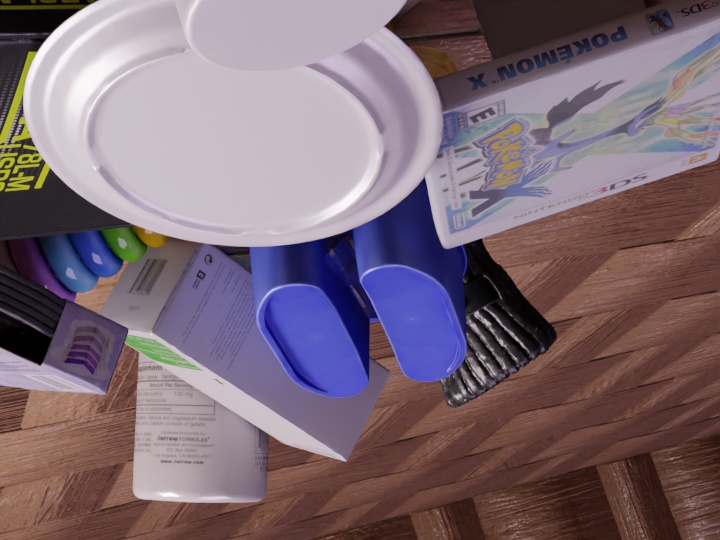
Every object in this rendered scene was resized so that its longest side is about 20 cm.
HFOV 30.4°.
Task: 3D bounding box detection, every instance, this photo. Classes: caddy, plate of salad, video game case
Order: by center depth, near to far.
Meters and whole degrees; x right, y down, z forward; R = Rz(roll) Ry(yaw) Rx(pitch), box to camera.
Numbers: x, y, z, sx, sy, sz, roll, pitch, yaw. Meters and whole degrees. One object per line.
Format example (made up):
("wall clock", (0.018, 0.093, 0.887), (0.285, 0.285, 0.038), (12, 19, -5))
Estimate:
("plate of salad", (-0.059, -0.075, 0.634), (0.197, 0.049, 0.201), (0, 148, 0))
("video game case", (0.122, -0.078, 0.727), (0.180, 0.022, 0.200), (-18, 161, 1))
("caddy", (0.000, 0.000, 0.899), (0.139, 0.106, 0.201), (-11, 147, 9))

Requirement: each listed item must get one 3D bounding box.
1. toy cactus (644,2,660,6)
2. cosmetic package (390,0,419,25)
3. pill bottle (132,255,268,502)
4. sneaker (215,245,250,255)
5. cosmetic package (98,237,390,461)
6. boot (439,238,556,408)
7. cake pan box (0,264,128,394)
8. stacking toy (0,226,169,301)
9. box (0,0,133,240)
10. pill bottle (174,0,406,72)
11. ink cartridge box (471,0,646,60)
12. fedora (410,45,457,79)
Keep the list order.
("toy cactus", (0.207, -0.142, 1.002), (0.164, 0.103, 0.201), (-20, 155, -27))
("cosmetic package", (0.004, -0.181, 0.598), (0.072, 0.105, 0.200), (-9, 173, -26))
("pill bottle", (-0.132, 0.091, 1.120), (0.113, 0.203, 0.114), (2, 173, 0))
("sneaker", (-0.028, -0.053, 0.998), (0.198, 0.077, 0.076), (-21, 117, 2))
("cosmetic package", (-0.087, 0.058, 1.015), (0.199, 0.085, 0.107), (38, 162, -29))
("boot", (0.041, 0.038, 1.045), (0.079, 0.159, 0.210), (-37, -177, -42))
("cake pan box", (-0.271, 0.023, 0.848), (0.183, 0.053, 0.199), (28, 161, -35))
("stacking toy", (-0.169, -0.038, 0.954), (0.198, 0.086, 0.085), (-25, 161, 3))
("box", (-0.179, -0.077, 0.670), (0.191, 0.048, 0.200), (-5, 155, -31))
("pill bottle", (-0.047, -0.178, 0.468), (0.110, 0.202, 0.111), (-15, 162, -5))
("ink cartridge box", (0.112, -0.151, 0.776), (0.083, 0.146, 0.200), (-21, 161, 9))
("fedora", (-0.039, -0.113, 0.844), (0.198, 0.083, 0.201), (-18, 161, -6))
